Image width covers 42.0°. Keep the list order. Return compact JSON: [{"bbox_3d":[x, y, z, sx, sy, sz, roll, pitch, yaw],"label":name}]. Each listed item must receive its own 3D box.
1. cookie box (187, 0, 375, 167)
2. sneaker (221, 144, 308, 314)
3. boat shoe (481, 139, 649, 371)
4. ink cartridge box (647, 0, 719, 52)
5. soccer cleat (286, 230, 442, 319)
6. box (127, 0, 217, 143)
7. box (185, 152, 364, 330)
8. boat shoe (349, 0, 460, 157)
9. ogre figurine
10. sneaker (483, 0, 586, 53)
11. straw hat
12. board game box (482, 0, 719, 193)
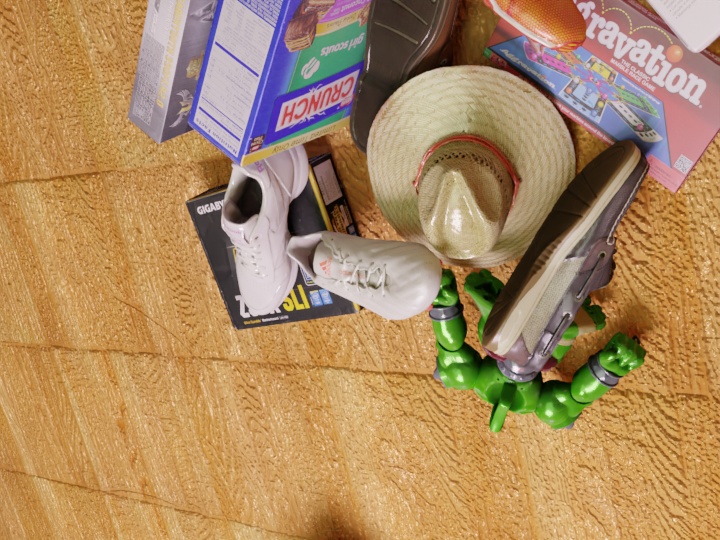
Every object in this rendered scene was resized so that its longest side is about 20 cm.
[{"bbox_3d":[-0.048,-0.209,0.813,0.075,0.170,0.202,39,131,19],"label":"cookie box"},{"bbox_3d":[-0.108,-0.038,0.930,0.074,0.099,0.204,24,125,24],"label":"sneaker"},{"bbox_3d":[0.174,-0.009,0.762,0.064,0.073,0.202,31,106,-10],"label":"boat shoe"},{"bbox_3d":[0.246,-0.283,0.629,0.177,0.045,0.200,50,132,6],"label":"ink cartridge box"},{"bbox_3d":[0.000,0.000,0.848,0.199,0.076,0.071,12,87,59],"label":"soccer cleat"},{"bbox_3d":[-0.130,-0.233,0.873,0.048,0.158,0.202,35,129,17],"label":"box"},{"bbox_3d":[-0.087,-0.025,1.018,0.197,0.049,0.163,-9,107,40],"label":"box"},{"bbox_3d":[0.046,-0.196,0.817,0.072,0.067,0.202,44,134,23],"label":"boat shoe"},{"bbox_3d":[0.141,0.076,0.850,0.195,0.099,0.122,9,126,-8],"label":"ogre figurine"},{"bbox_3d":[0.115,-0.254,0.705,0.077,0.072,0.203,-42,70,46],"label":"sneaker"},{"bbox_3d":[0.088,-0.061,0.792,0.196,0.086,0.204,8,128,10],"label":"straw hat"},{"bbox_3d":[0.198,-0.162,0.745,0.199,0.019,0.104,40,129,16],"label":"board game box"}]
